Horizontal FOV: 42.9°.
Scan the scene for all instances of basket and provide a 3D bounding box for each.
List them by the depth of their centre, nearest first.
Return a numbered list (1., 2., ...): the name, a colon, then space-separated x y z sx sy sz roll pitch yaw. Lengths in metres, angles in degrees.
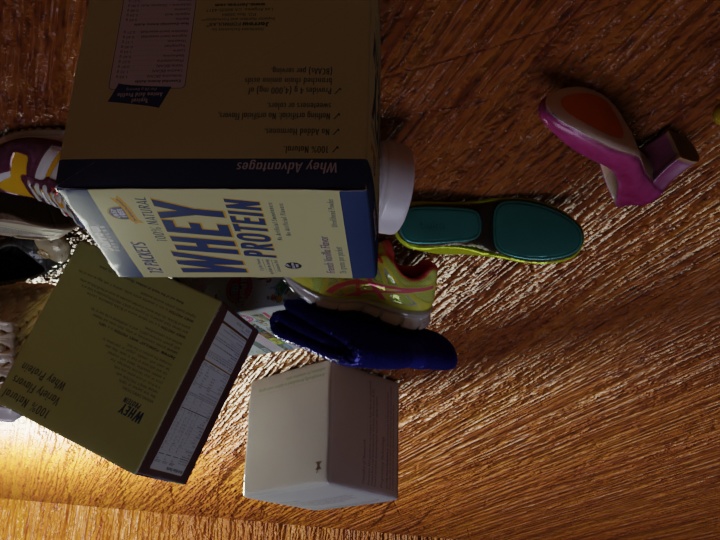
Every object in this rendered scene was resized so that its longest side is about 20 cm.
1. basket: -0.454 0.091 1.121 0.134 0.124 0.200 3 -168 -3

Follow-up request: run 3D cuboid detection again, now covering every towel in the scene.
1. towel: 0.008 0.074 1.070 0.147 0.050 0.199 17 -174 38

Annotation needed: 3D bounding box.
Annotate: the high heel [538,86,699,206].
1. high heel: 0.208 -0.101 0.816 0.199 0.068 0.096 5 148 -39

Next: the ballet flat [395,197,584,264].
1. ballet flat: 0.132 -0.043 0.967 0.198 0.067 0.067 4 177 2

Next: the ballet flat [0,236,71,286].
1. ballet flat: -0.408 -0.005 1.067 0.199 0.057 0.067 -16 124 33

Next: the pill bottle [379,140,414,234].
1. pill bottle: -0.059 -0.088 0.807 0.199 0.112 0.111 9 155 -15

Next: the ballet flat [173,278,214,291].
1. ballet flat: -0.212 -0.036 1.015 0.062 0.068 0.200 -31 154 5

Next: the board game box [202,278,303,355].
1. board game box: -0.128 0.052 1.178 0.199 0.065 0.148 -8 154 24

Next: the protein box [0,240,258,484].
1. protein box: -0.260 0.107 1.044 0.197 0.201 0.135 21 167 18

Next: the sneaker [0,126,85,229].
1. sneaker: -0.275 -0.081 0.864 0.198 0.091 0.075 -5 154 13

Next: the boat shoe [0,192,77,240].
1. boat shoe: -0.387 -0.069 0.926 0.199 0.073 0.065 12 153 -34

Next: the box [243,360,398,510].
1. box: -0.063 0.275 1.495 0.198 0.201 0.171 -19 151 39

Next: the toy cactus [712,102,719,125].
1. toy cactus: 0.362 -0.155 0.674 0.164 0.103 0.200 -3 148 -13

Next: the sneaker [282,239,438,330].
1. sneaker: 0.000 0.000 1.051 0.199 0.078 0.091 14 111 -20

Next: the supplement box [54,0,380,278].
1. supplement box: -0.085 -0.112 0.650 0.198 0.201 0.134 0 156 4
